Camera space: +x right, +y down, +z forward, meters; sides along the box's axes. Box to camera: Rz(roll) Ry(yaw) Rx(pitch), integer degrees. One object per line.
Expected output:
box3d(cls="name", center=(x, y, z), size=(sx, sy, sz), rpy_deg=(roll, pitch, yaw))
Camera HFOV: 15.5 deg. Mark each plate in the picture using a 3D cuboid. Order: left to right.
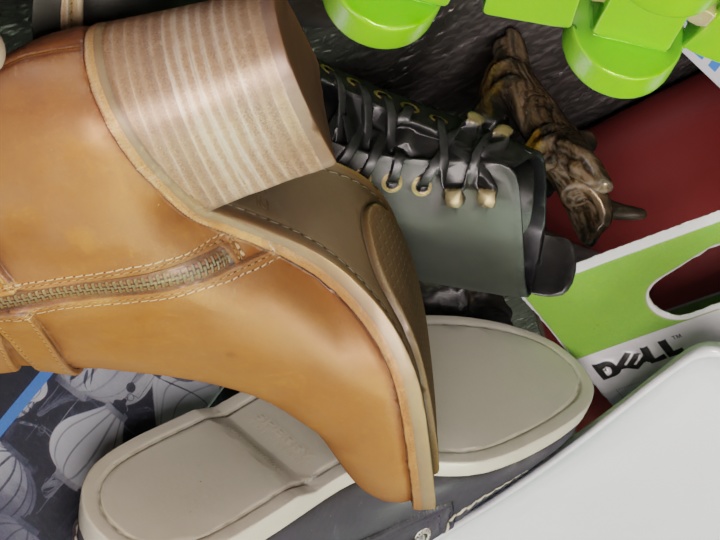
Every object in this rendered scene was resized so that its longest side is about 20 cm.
box3d(cls="plate", center=(0.137, 0.106, 0.970), size=(0.200, 0.032, 0.199), rpy_deg=(29, 134, -22))

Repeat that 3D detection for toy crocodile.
box3d(cls="toy crocodile", center=(0.051, -0.103, 0.823), size=(0.199, 0.062, 0.068), rpy_deg=(11, 152, -7))

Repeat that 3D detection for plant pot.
box3d(cls="plant pot", center=(0.167, -0.001, 1.114), size=(0.177, 0.201, 0.200), rpy_deg=(-16, 162, 12))

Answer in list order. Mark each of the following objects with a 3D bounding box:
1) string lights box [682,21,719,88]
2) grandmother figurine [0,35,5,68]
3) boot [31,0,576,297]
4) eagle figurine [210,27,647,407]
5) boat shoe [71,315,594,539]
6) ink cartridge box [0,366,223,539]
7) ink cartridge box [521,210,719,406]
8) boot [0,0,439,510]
box3d(cls="string lights box", center=(0.166, -0.131, 0.854), size=(0.059, 0.103, 0.200), rpy_deg=(-42, 173, -33))
box3d(cls="grandmother figurine", center=(-0.153, -0.073, 0.684), size=(0.200, 0.121, 0.061), rpy_deg=(-47, -168, 30))
box3d(cls="boot", center=(-0.012, -0.052, 0.818), size=(0.138, 0.078, 0.200), rpy_deg=(7, 162, 17))
box3d(cls="eagle figurine", center=(-0.005, -0.006, 0.990), size=(0.200, 0.151, 0.152), rpy_deg=(-37, 169, 8))
box3d(cls="boat shoe", center=(-0.009, 0.071, 0.872), size=(0.199, 0.073, 0.063), rpy_deg=(-19, 138, -34))
box3d(cls="ink cartridge box", center=(-0.129, 0.068, 0.847), size=(0.200, 0.099, 0.039), rpy_deg=(-54, -168, -31))
box3d(cls="ink cartridge box", center=(0.168, 0.020, 0.951), size=(0.147, 0.076, 0.200), rpy_deg=(-20, 130, 27))
box3d(cls="boot", center=(-0.065, 0.014, 0.779), size=(0.155, 0.077, 0.200), rpy_deg=(-18, 136, 10))
